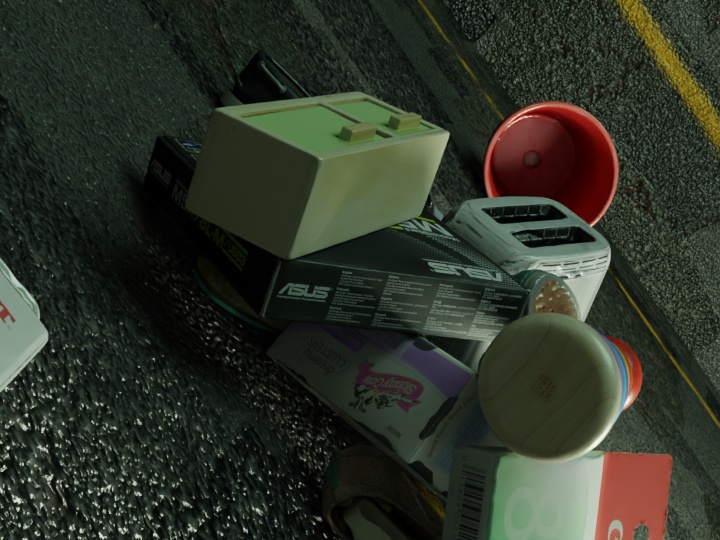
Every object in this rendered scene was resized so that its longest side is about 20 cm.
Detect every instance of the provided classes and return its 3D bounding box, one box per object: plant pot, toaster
[{"bbox_3d":[0.265,-0.156,2.090,0.201,0.200,0.177,52,6,-11],"label":"plant pot"},{"bbox_3d":[0.126,0.016,1.198,0.199,0.130,0.114,-4,38,-44],"label":"toaster"}]

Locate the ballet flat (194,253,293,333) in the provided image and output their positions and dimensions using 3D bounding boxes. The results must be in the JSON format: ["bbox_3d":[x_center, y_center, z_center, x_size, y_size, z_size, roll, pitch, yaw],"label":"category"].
[{"bbox_3d":[-0.040,0.016,1.006,0.200,0.070,0.071,34,25,-52],"label":"ballet flat"}]

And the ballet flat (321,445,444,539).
[{"bbox_3d":[0.046,0.199,0.904,0.200,0.068,0.067,43,21,-6],"label":"ballet flat"}]

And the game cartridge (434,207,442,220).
[{"bbox_3d":[0.050,-0.042,1.458,0.133,0.041,0.201,50,16,-32],"label":"game cartridge"}]

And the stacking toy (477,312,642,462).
[{"bbox_3d":[0.140,0.067,0.900,0.086,0.085,0.200,58,18,12],"label":"stacking toy"}]

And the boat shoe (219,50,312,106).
[{"bbox_3d":[-0.029,-0.108,1.205,0.199,0.061,0.076,38,10,4],"label":"boat shoe"}]

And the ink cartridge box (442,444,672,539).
[{"bbox_3d":[0.135,0.194,0.892,0.198,0.163,0.050,7,-1,-34],"label":"ink cartridge box"}]

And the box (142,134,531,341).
[{"bbox_3d":[-0.019,-0.021,0.939,0.199,0.048,0.193,8,19,-35],"label":"box"}]

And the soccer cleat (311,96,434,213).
[{"bbox_3d":[-0.022,-0.099,1.311,0.199,0.069,0.073,33,-3,-23],"label":"soccer cleat"}]

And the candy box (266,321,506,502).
[{"bbox_3d":[0.055,0.108,0.966,0.167,0.072,0.200,33,-8,48],"label":"candy box"}]

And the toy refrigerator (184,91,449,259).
[{"bbox_3d":[-0.020,-0.067,0.886,0.075,0.071,0.200,26,19,19],"label":"toy refrigerator"}]

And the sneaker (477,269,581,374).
[{"bbox_3d":[0.114,0.068,1.020,0.079,0.072,0.201,17,-33,29],"label":"sneaker"}]

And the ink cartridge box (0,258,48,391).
[{"bbox_3d":[-0.205,0.020,0.468,0.145,0.084,0.200,53,16,-9],"label":"ink cartridge box"}]
